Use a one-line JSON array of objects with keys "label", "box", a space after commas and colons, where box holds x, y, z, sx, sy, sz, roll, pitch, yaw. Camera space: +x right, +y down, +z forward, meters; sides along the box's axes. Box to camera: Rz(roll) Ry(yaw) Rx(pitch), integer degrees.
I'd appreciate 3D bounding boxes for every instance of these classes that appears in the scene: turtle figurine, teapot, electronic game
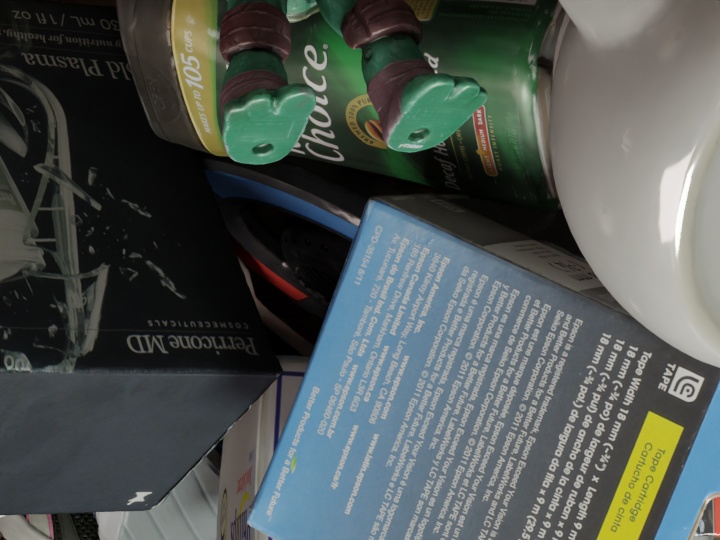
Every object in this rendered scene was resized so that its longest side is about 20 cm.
[{"label": "turtle figurine", "box": [-0.026, -0.138, 1.071, 0.150, 0.200, 0.101, -15, 154, -3]}, {"label": "teapot", "box": [0.144, -0.067, 1.037, 0.146, 0.197, 0.200, 44, 144, 47]}, {"label": "electronic game", "box": [0.000, 0.000, 1.279, 0.200, 0.042, 0.200, 28, 167, 7]}]

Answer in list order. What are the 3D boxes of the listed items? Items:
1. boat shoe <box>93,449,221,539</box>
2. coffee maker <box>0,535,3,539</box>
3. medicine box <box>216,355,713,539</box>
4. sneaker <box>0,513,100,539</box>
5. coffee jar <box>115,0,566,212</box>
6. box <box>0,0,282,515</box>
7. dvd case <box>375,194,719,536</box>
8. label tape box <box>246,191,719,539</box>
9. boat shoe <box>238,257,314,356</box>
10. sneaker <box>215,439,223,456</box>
[{"label": "boat shoe", "box": [-0.106, 0.086, 1.387, 0.200, 0.072, 0.062, 85, 160, -60]}, {"label": "coffee maker", "box": [-0.186, 0.219, 1.615, 0.192, 0.200, 0.135, 40, 145, -20]}, {"label": "medicine box", "box": [0.042, 0.106, 1.280, 0.200, 0.103, 0.182, 5, 169, -7]}, {"label": "sneaker", "box": [-0.167, 0.097, 1.515, 0.200, 0.080, 0.086, 28, 105, 20]}, {"label": "coffee jar", "box": [-0.001, -0.090, 1.160, 0.200, 0.085, 0.104, 11, 140, 24]}, {"label": "box", "box": [-0.169, -0.007, 1.192, 0.200, 0.197, 0.124, 1, 146, -39]}, {"label": "dvd case", "box": [0.106, 0.039, 1.167, 0.200, 0.146, 0.022, -2, 180, 1]}, {"label": "label tape box", "box": [0.073, 0.074, 1.099, 0.200, 0.144, 0.063, 26, -168, 21]}, {"label": "boat shoe", "box": [-0.066, 0.036, 1.369, 0.074, 0.060, 0.200, 30, 167, 37]}, {"label": "sneaker", "box": [-0.099, 0.050, 1.449, 0.078, 0.070, 0.200, 3, 138, 49]}]
